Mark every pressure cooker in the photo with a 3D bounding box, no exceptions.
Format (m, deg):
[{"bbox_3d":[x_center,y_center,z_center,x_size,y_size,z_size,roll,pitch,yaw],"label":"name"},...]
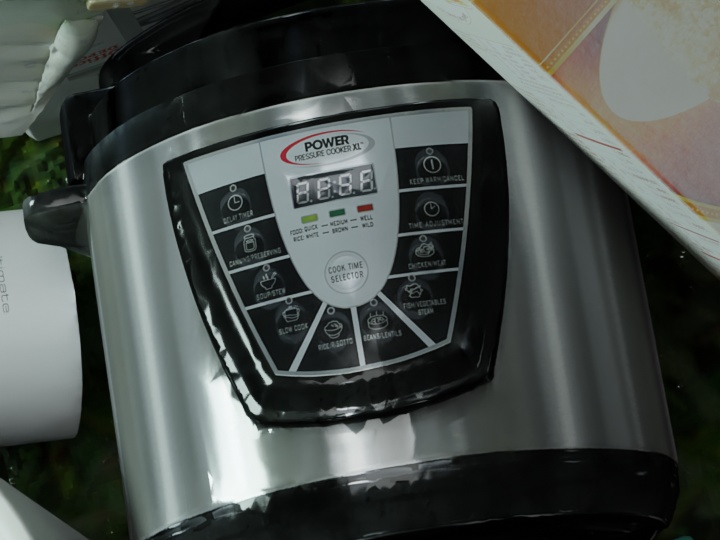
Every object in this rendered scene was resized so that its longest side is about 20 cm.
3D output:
[{"bbox_3d":[-0.001,0.001,0.884,0.178,0.175,0.201,-23,69,44],"label":"pressure cooker"}]

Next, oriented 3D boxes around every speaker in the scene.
[{"bbox_3d":[-0.192,0.028,0.927,0.199,0.081,0.082,-6,75,-15],"label":"speaker"}]

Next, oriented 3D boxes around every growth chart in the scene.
[{"bbox_3d":[-0.151,-0.063,0.876,0.144,0.200,0.018,0,73,-26],"label":"growth chart"}]

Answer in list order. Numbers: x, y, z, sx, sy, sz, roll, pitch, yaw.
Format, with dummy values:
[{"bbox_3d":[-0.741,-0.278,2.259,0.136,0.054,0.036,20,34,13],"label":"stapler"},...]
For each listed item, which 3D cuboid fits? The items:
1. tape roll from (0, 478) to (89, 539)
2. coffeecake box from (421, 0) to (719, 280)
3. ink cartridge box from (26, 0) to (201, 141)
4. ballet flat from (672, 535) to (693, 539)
[{"bbox_3d":[-0.156,0.156,0.880,0.202,0.139,0.204,-7,67,16],"label":"tape roll"},{"bbox_3d":[0.113,-0.095,0.797,0.200,0.073,0.154,41,88,-19],"label":"coffeecake box"},{"bbox_3d":[-0.111,-0.146,0.925,0.082,0.200,0.147,-17,75,2],"label":"ink cartridge box"},{"bbox_3d":[0.036,0.151,0.877,0.199,0.068,0.069,-22,71,-19],"label":"ballet flat"}]
